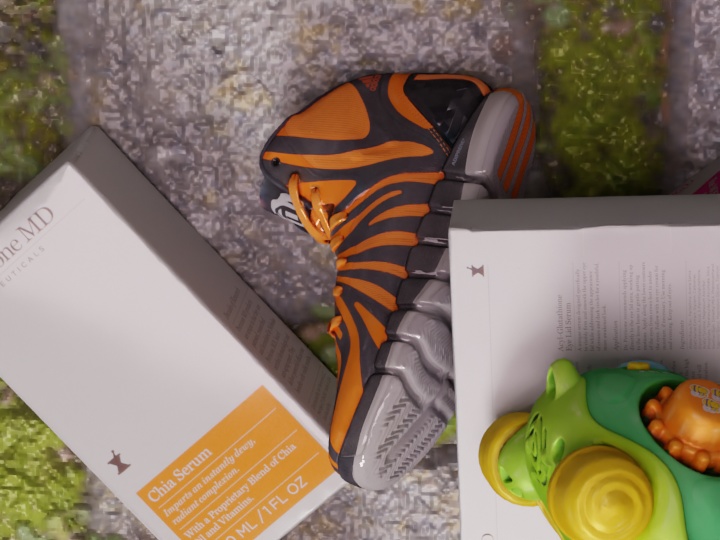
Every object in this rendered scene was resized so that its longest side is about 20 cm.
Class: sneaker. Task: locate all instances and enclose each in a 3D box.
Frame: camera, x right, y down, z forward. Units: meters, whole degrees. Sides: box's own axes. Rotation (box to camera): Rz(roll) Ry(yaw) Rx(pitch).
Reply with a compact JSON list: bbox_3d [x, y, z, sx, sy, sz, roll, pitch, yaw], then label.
[{"bbox_3d":[0.000,0.000,1.292,0.112,0.078,0.200,12,67,21],"label":"sneaker"}]

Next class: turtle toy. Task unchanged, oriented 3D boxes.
[{"bbox_3d":[0.139,0.113,1.160,0.101,0.146,0.200,-37,102,-7],"label":"turtle toy"}]

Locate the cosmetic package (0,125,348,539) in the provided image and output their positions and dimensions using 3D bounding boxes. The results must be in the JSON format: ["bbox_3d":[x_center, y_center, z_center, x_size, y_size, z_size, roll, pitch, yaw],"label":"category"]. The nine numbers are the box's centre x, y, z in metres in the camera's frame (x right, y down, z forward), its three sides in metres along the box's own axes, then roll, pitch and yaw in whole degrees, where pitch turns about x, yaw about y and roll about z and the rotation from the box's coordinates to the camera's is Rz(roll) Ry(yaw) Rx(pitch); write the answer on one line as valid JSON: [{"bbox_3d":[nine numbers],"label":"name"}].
[{"bbox_3d":[-0.097,0.042,1.342,0.101,0.071,0.200,-41,99,16],"label":"cosmetic package"}]

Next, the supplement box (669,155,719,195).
[{"bbox_3d":[0.152,0.031,1.300,0.200,0.101,0.103,-37,100,14],"label":"supplement box"}]

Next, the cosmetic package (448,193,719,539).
[{"bbox_3d":[0.117,0.068,1.235,0.151,0.052,0.200,-1,107,3],"label":"cosmetic package"}]
